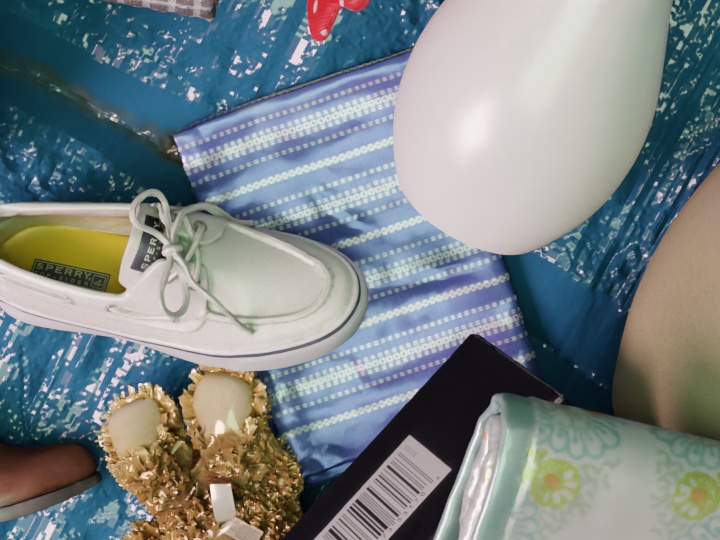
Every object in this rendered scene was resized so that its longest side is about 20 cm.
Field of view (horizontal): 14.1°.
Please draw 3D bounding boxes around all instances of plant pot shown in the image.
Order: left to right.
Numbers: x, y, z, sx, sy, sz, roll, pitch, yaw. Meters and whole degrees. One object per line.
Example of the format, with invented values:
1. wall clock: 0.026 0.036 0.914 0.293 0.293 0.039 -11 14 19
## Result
1. plant pot: 0.201 0.054 1.424 0.134 0.200 0.200 -40 97 22

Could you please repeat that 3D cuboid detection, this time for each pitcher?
1. pitcher: 0.110 -0.114 1.424 0.121 0.171 0.201 41 121 23

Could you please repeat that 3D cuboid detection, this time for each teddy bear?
1. teddy bear: -0.059 0.138 1.507 0.145 0.067 0.200 -37 97 19

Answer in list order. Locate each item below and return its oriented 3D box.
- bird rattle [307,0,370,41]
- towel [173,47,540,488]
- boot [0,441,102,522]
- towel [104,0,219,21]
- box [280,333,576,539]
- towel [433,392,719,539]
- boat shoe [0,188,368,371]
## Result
1. bird rattle: 0.033 -0.205 1.370 0.163 0.200 0.113 -31 94 40
2. towel: 0.000 0.000 1.500 0.144 0.024 0.201 -18 100 5
3. boot: -0.233 0.033 1.512 0.187 0.068 0.201 -3 91 7
4. towel: -0.132 -0.234 1.427 0.165 0.086 0.201 9 102 0
5. box: 0.070 0.176 1.438 0.197 0.117 0.200 -46 115 -4
6. towel: 0.110 0.162 1.342 0.170 0.048 0.201 12 110 -17
7. boat shoe: -0.098 -0.006 1.445 0.201 0.086 0.075 10 69 13
